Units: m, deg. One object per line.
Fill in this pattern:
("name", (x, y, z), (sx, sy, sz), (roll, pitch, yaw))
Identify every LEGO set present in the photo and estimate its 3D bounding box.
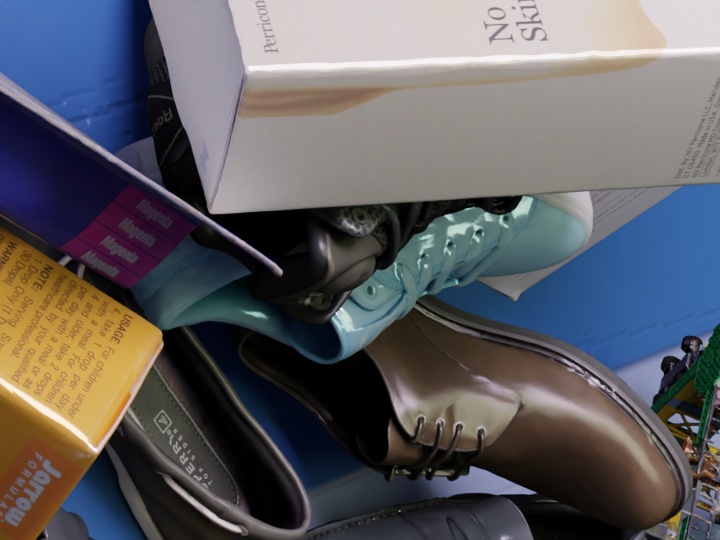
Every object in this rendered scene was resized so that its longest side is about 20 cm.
("LEGO set", (0.173, 0.129, 1.290), (0.116, 0.154, 0.200), (23, 48, -10))

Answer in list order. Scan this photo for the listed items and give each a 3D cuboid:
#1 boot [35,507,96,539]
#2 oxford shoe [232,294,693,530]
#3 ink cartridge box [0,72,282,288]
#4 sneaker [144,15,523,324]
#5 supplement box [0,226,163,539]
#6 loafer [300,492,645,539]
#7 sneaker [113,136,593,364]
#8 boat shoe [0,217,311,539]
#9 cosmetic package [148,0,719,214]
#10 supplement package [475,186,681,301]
("boot", (-0.074, 0.192, 0.992), (0.168, 0.076, 0.201), (35, 50, -27))
("oxford shoe", (0.036, 0.059, 1.182), (0.199, 0.073, 0.085), (27, 46, -3))
("ink cartridge box", (-0.148, -0.061, 0.949), (0.043, 0.200, 0.196), (-55, 139, 1))
("sneaker", (0.022, -0.031, 1.057), (0.199, 0.076, 0.115), (7, 59, -16))
("supplement box", (-0.167, 0.004, 0.957), (0.200, 0.067, 0.069), (32, 39, -7))
("loafer", (0.038, 0.117, 1.203), (0.200, 0.070, 0.068), (2, 52, -48))
("sneaker", (0.000, 0.000, 1.119), (0.199, 0.074, 0.082), (1, 64, -24))
("boat shoe", (-0.085, 0.028, 1.110), (0.200, 0.057, 0.067), (56, 46, -22))
("cosmetic package", (0.038, -0.083, 1.004), (0.199, 0.071, 0.105), (-5, 52, -19))
("supplement package", (0.053, -0.124, 1.172), (0.200, 0.191, 0.147), (27, 39, -41))
